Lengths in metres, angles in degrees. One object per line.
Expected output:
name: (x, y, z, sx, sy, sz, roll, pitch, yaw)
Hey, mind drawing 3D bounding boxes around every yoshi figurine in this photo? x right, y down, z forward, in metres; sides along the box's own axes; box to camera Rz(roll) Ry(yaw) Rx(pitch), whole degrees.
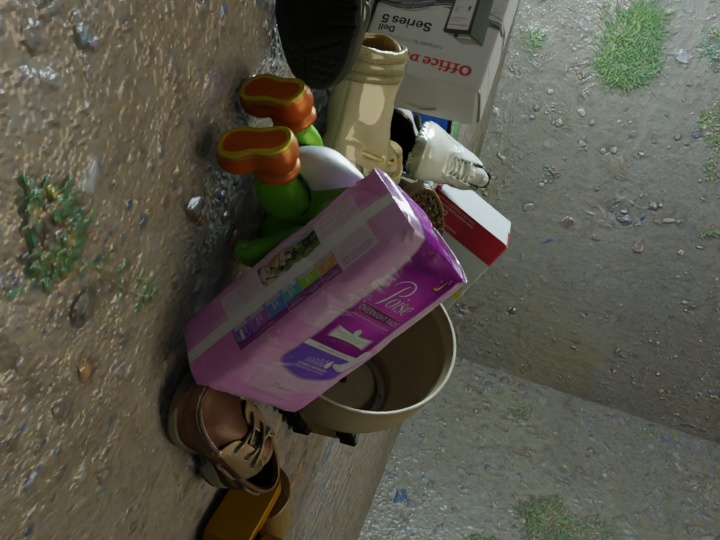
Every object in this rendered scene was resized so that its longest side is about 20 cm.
yoshi figurine: (-0.061, -0.054, 0.488, 0.112, 0.112, 0.200, -32, 143, -7)

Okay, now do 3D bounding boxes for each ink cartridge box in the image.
ink cartridge box: (0.097, -0.290, 0.686, 0.084, 0.145, 0.200, 51, 57, -75)
ink cartridge box: (0.128, -0.034, 0.984, 0.200, 0.145, 0.145, -50, -178, 25)

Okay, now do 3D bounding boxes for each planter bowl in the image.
planter bowl: (-0.009, 0.100, 0.672, 0.135, 0.200, 0.200, 111, 5, -48)

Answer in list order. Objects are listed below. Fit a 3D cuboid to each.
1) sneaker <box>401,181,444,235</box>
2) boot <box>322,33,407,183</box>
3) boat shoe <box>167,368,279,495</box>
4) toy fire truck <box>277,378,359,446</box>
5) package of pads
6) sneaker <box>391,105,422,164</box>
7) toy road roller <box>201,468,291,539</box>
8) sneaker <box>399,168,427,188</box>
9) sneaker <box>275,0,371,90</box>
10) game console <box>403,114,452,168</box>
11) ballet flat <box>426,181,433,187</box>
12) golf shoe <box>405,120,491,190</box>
sneaker: (0.058, -0.032, 0.744, 0.090, 0.067, 0.201, -111, -166, -52)
boot: (0.012, -0.166, 0.625, 0.200, 0.073, 0.156, -39, 146, -62)
boat shoe: (-0.110, 0.145, 0.527, 0.200, 0.072, 0.076, 84, 26, -54)
toy fire truck: (-0.017, 0.131, 0.837, 0.176, 0.128, 0.200, 82, 21, -63)
package of pads: (-0.024, 0.026, 0.459, 0.200, 0.076, 0.120, -38, 147, 12)
sneaker: (0.064, -0.215, 0.826, 0.200, 0.076, 0.088, 55, 47, -75)
toy road roller: (-0.103, 0.328, 0.641, 0.123, 0.146, 0.200, 95, 17, -45)
sneaker: (0.043, -0.099, 0.892, 0.116, 0.076, 0.200, -62, 162, 9)
sneaker: (-0.009, -0.242, 0.443, 0.114, 0.076, 0.200, -46, 146, -52)
game console: (0.098, -0.296, 0.987, 0.171, 0.118, 0.200, -33, 151, -20)
ballet flat: (0.108, -0.148, 1.076, 0.200, 0.069, 0.070, -29, 135, -81)
golf shoe: (0.126, -0.145, 0.793, 0.200, 0.097, 0.078, -13, 125, -66)
